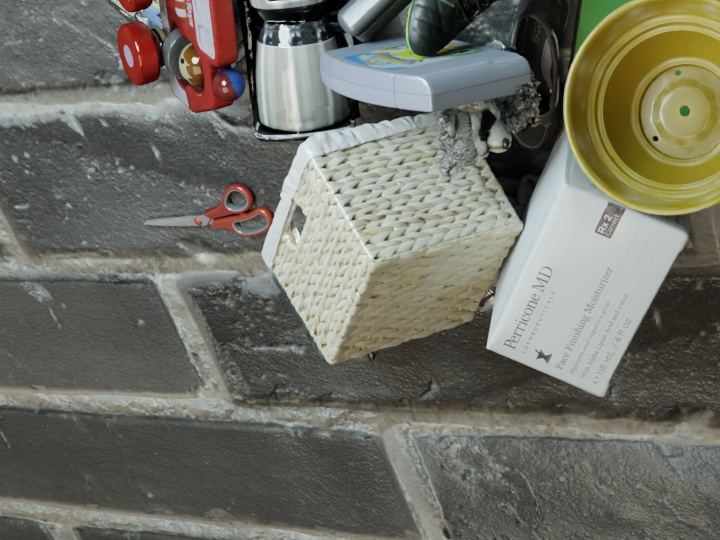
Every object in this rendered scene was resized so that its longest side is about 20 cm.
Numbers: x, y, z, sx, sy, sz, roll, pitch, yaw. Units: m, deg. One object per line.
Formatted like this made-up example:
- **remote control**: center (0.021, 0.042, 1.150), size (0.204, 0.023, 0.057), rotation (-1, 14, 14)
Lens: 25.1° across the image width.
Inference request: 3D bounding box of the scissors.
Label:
- **scissors**: center (-0.190, -0.058, 2.014), size (0.199, 0.014, 0.073), rotation (-18, 118, 40)

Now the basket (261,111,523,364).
- **basket**: center (0.029, -0.035, 1.665), size (0.162, 0.199, 0.199), rotation (61, 149, 27)

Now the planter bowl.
- **planter bowl**: center (0.293, -0.151, 1.491), size (0.199, 0.083, 0.202), rotation (0, 90, 21)

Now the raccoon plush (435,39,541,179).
- **raccoon plush**: center (0.085, -0.159, 1.614), size (0.199, 0.134, 0.097), rotation (15, 133, 51)

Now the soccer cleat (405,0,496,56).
- **soccer cleat**: center (0.116, -0.276, 1.490), size (0.081, 0.201, 0.068), rotation (26, 163, 40)

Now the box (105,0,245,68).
- **box**: center (-0.201, -0.304, 1.780), size (0.200, 0.040, 0.137), rotation (43, 136, -9)

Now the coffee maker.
- **coffee maker**: center (-0.073, -0.253, 1.660), size (0.192, 0.134, 0.202), rotation (-141, 41, -60)

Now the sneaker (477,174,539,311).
- **sneaker**: center (0.151, -0.033, 1.780), size (0.199, 0.075, 0.115), rotation (-26, 111, 39)

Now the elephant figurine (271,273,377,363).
- **elephant figurine**: center (0.000, 0.000, 1.876), size (0.154, 0.142, 0.201), rotation (4, 136, -18)

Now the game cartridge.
- **game cartridge**: center (0.050, -0.188, 1.520), size (0.200, 0.132, 0.041), rotation (24, 127, 55)

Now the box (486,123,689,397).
- **box**: center (0.225, -0.022, 1.601), size (0.130, 0.200, 0.200), rotation (22, 119, -1)

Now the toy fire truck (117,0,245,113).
- **toy fire truck**: center (-0.171, -0.249, 1.646), size (0.168, 0.111, 0.201), rotation (44, 145, 48)

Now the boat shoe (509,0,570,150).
- **boat shoe**: center (0.171, -0.195, 1.630), size (0.066, 0.057, 0.201), rotation (18, 135, 17)

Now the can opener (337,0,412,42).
- **can opener**: center (0.050, -0.311, 1.553), size (0.200, 0.053, 0.067), rotation (-43, 71, 14)

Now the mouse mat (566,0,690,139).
- **mouse mat**: center (0.301, -0.193, 1.587), size (0.198, 0.008, 0.162), rotation (18, 136, 16)
